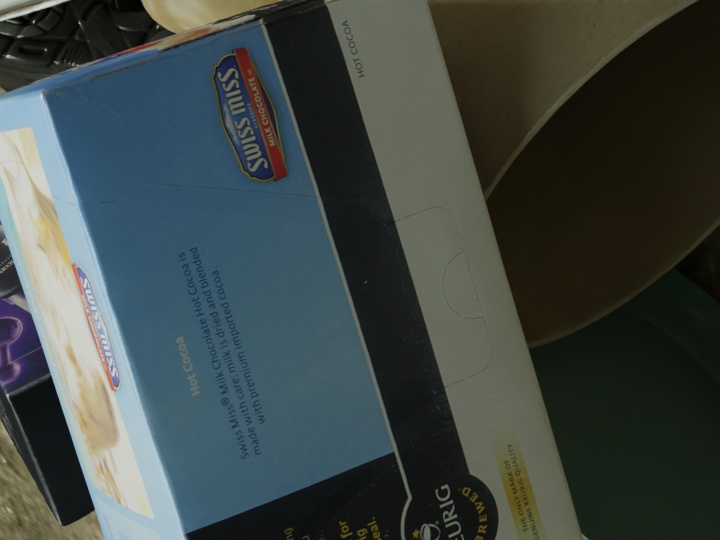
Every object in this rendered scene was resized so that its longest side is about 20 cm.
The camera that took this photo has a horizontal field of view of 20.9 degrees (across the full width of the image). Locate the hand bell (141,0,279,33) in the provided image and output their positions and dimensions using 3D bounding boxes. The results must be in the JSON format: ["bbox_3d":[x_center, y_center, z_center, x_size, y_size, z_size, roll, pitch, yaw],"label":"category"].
[{"bbox_3d":[-0.011,-0.075,0.839,0.201,0.103,0.104,59,155,32],"label":"hand bell"}]

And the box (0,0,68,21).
[{"bbox_3d":[-0.152,-0.201,0.846,0.108,0.200,0.129,-14,115,17],"label":"box"}]

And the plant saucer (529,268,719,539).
[{"bbox_3d":[0.114,0.063,0.797,0.200,0.200,0.027,46,125,9],"label":"plant saucer"}]

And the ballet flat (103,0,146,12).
[{"bbox_3d":[-0.148,-0.166,1.014,0.068,0.072,0.201,26,140,36],"label":"ballet flat"}]

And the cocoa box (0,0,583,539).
[{"bbox_3d":[-0.033,0.018,0.652,0.133,0.130,0.202,5,113,69],"label":"cocoa box"}]

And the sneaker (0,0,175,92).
[{"bbox_3d":[-0.112,-0.091,0.969,0.199,0.076,0.091,31,163,14],"label":"sneaker"}]

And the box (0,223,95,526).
[{"bbox_3d":[-0.146,0.015,1.066,0.200,0.147,0.105,47,159,44],"label":"box"}]

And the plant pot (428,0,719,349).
[{"bbox_3d":[0.047,-0.104,0.752,0.200,0.186,0.188,50,150,26],"label":"plant pot"}]
